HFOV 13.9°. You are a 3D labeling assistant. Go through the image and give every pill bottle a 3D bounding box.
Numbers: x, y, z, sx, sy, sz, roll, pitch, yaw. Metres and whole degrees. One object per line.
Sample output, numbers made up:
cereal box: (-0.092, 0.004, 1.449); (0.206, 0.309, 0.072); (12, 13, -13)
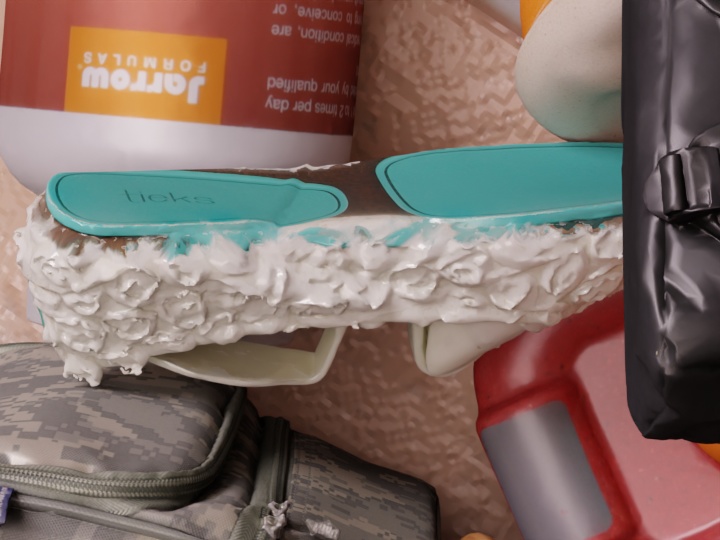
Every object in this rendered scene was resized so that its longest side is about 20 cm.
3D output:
pill bottle: (-0.054, -0.081, 0.911); (0.112, 0.112, 0.201); (5, 92, 14)

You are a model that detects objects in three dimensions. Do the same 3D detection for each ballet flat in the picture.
ballet flat: (0.000, 0.000, 0.852); (0.199, 0.072, 0.072); (-2, 91, -8)

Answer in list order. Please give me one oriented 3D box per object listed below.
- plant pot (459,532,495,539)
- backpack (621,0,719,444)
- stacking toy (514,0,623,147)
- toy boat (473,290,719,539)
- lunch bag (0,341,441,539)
plant pot: (0.052, 0.197, 0.863); (0.140, 0.200, 0.201); (27, 98, -4)
backpack: (0.166, -0.015, 0.756); (0.199, 0.154, 0.164); (0, 64, 2)
stacking toy: (0.090, -0.149, 0.884); (0.146, 0.146, 0.201); (-24, 68, 13)
toy boat: (0.125, 0.030, 0.860); (0.199, 0.131, 0.131); (-25, 86, 13)
lunch bag: (-0.073, 0.099, 0.863); (0.167, 0.200, 0.140); (27, 100, -3)
